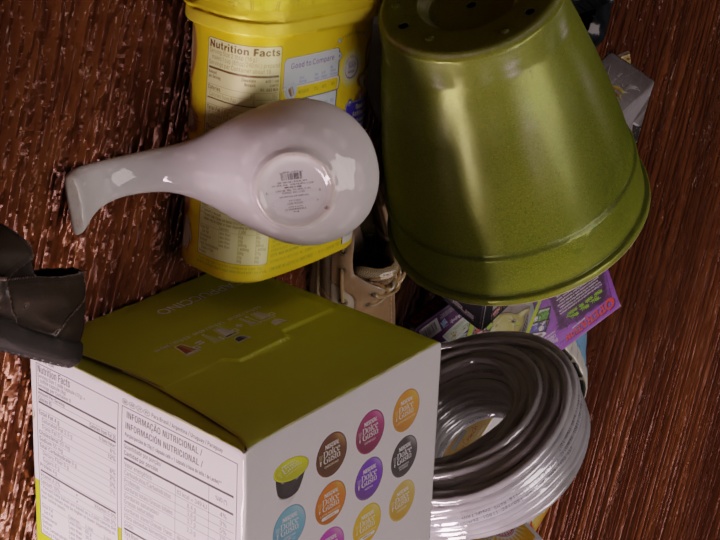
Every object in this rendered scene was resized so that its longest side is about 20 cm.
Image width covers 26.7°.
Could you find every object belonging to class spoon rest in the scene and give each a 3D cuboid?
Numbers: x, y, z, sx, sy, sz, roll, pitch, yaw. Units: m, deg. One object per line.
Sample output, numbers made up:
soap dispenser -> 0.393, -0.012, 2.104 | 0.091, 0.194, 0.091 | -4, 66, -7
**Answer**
spoon rest -> -0.087, -0.060, 0.977 | 0.061, 0.197, 0.101 | -93, 180, -66

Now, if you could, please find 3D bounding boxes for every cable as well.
cable -> 0.088, 0.133, 1.228 | 0.201, 0.198, 0.070 | -86, 153, -54

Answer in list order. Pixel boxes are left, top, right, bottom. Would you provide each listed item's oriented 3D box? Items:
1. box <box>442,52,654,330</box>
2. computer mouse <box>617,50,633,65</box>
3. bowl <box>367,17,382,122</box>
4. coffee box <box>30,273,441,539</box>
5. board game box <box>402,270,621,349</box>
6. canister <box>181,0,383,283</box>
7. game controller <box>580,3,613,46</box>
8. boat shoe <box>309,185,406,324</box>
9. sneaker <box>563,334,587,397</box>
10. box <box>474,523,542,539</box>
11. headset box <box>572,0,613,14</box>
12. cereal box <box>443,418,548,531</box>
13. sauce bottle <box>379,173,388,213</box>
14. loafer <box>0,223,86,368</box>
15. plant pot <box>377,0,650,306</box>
box -> 0.154, -0.064, 1.257 | 0.200, 0.048, 0.159 | -42, 158, -24
computer mouse -> 0.227, -0.165, 1.449 | 0.141, 0.046, 0.201 | -54, 143, -20
bowl -> 0.098, -0.188, 1.221 | 0.200, 0.090, 0.203 | -30, 129, -44
coffee box -> -0.084, 0.135, 1.037 | 0.199, 0.199, 0.200 | -24, 125, -46
board game box -> 0.140, 0.039, 1.371 | 0.199, 0.032, 0.121 | -34, 119, -16
canister -> -0.057, -0.106, 1.053 | 0.148, 0.086, 0.202 | -22, 125, -48
game controller -> 0.164, -0.171, 1.280 | 0.201, 0.042, 0.105 | 113, 0, -51
boat shoe -> 0.000, 0.000, 1.203 | 0.071, 0.064, 0.201 | -47, 140, -29
sneaker -> 0.180, 0.033, 1.482 | 0.090, 0.077, 0.202 | -68, 151, -55
box -> 0.055, 0.278, 1.324 | 0.112, 0.101, 0.201 | -28, 154, -43
headset box -> 0.138, -0.308, 1.125 | 0.199, 0.093, 0.175 | 33, 78, -17
cereal box -> 0.126, 0.212, 1.468 | 0.145, 0.039, 0.200 | -56, 144, -18
sauce bottle -> 0.079, -0.048, 1.286 | 0.200, 0.065, 0.067 | 18, 92, -62
loafer -> -0.233, 0.003, 0.890 | 0.200, 0.072, 0.072 | 29, 73, -61
plant pot -> 0.095, -0.115, 1.068 | 0.201, 0.199, 0.194 | -47, 140, -28
